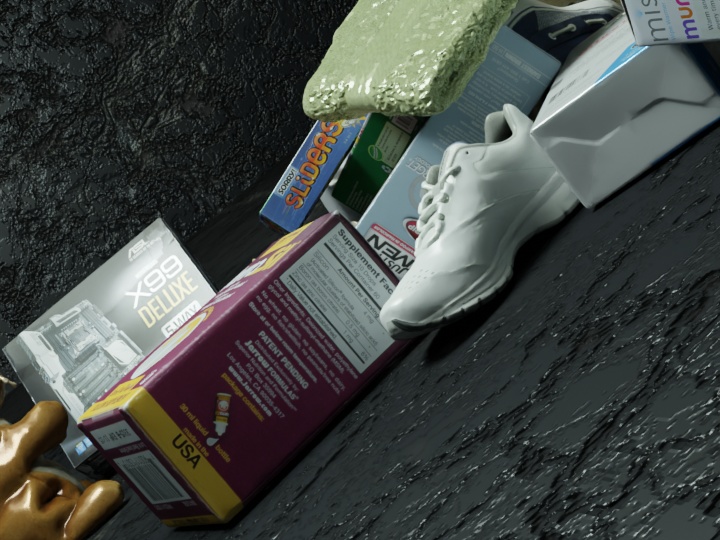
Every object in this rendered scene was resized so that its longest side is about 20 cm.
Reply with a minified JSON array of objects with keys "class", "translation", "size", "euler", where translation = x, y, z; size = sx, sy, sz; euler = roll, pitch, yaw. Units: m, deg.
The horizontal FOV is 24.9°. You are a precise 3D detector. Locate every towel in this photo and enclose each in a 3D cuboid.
[{"class":"towel","translation":[0.052,-0.185,1.166],"size":[0.148,0.036,0.200],"euler":[3,54,47]}]

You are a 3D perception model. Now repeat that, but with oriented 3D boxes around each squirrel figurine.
[{"class":"squirrel figurine","translation":[-0.328,0.174,1.348],"size":[0.200,0.187,0.142],"euler":[-42,9,-12]}]

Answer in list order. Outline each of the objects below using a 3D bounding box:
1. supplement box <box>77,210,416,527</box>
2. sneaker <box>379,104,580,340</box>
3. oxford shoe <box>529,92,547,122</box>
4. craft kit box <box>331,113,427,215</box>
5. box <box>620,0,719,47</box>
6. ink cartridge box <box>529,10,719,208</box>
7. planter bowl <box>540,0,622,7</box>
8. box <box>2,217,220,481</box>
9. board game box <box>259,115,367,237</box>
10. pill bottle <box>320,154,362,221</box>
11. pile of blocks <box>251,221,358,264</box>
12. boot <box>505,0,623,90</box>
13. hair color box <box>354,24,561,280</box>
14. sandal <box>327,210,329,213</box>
[{"class":"supplement box","translation":[-0.073,0.068,1.088],"size":[0.200,0.103,0.131],"euler":[-43,8,-25]},{"class":"sneaker","translation":[0.066,-0.030,1.053],"size":[0.074,0.087,0.200],"euler":[-26,17,50]},{"class":"oxford shoe","translation":[0.121,-0.122,1.325],"size":[0.070,0.075,0.200],"euler":[-37,9,13]},{"class":"craft kit box","translation":[0.057,-0.161,1.303],"size":[0.198,0.048,0.200],"euler":[-56,-1,-24]},{"class":"box","translation":[0.266,-0.224,0.960],"size":[0.176,0.097,0.200],"euler":[0,34,39]},{"class":"ink cartridge box","translation":[0.191,-0.130,1.097],"size":[0.116,0.067,0.200],"euler":[-36,9,25]},{"class":"planter bowl","translation":[0.168,-0.257,1.520],"size":[0.200,0.200,0.135],"euler":[-41,34,-7]},{"class":"box","translation":[-0.214,0.072,1.516],"size":[0.200,0.158,0.050],"euler":[-39,-30,2]},{"class":"board game box","translation":[-0.017,-0.118,1.341],"size":[0.200,0.034,0.135],"euler":[-58,2,-4]},{"class":"pill bottle","translation":[0.055,-0.115,1.457],"size":[0.200,0.111,0.111],"euler":[-43,9,-16]},{"class":"pile of blocks","translation":[0.000,0.000,1.313],"size":[0.200,0.082,0.062],"euler":[-27,-18,30]},{"class":"boot","translation":[0.192,-0.177,1.368],"size":[0.200,0.090,0.073],"euler":[-10,-42,-49]},{"class":"hair color box","translation":[0.060,-0.073,1.175],"size":[0.200,0.061,0.099],"euler":[-57,-1,-9]},{"class":"sandal","translation":[-0.007,-0.083,1.571],"size":[0.200,0.048,0.075],"euler":[-53,-16,28]}]
